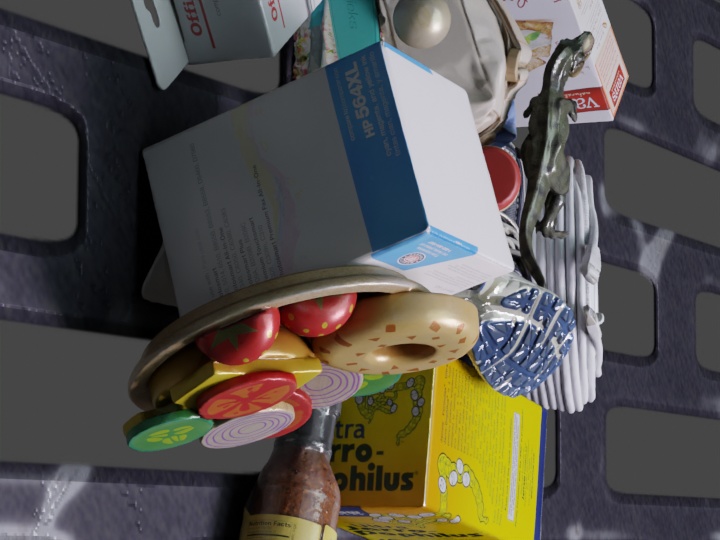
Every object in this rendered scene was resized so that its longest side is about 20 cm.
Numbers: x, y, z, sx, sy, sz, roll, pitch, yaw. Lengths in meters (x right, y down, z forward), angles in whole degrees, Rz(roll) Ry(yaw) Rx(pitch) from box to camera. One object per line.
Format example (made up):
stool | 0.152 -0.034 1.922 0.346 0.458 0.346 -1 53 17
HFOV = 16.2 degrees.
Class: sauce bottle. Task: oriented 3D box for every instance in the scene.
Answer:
sauce bottle | -0.046 0.172 1.623 0.066 0.066 0.201 48 47 -52

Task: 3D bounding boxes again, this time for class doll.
doll | 0.012 -0.244 1.708 0.136 0.048 0.201 72 -6 -83

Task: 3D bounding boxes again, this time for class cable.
cable | 0.150 0.012 1.972 0.201 0.069 0.201 84 5 -45

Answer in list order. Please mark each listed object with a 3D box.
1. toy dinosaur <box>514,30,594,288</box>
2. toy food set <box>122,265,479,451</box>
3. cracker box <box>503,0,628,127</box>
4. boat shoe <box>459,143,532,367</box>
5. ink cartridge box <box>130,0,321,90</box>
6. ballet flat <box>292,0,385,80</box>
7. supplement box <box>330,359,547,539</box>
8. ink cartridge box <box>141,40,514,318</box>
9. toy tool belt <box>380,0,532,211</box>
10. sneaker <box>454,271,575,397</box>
toy dinosaur | 0.131 -0.069 1.791 0.088 0.047 0.202 88 10 -72
toy food set | -0.043 0.055 1.505 0.199 0.198 0.049 -1 65 -41
cracker box | 0.108 -0.198 1.892 0.201 0.133 0.058 64 35 -38
boat shoe | 0.097 -0.013 1.812 0.074 0.093 0.201 21 69 -25
ink cartridge box | -0.074 -0.208 1.598 0.200 0.066 0.117 -56 137 -51
ballet flat | -0.016 -0.109 1.691 0.075 0.064 0.201 14 61 -19
supplement box | 0.042 0.129 1.756 0.200 0.108 0.110 30 61 -59
ink cartridge box | -0.031 -0.033 1.546 0.128 0.199 0.126 22 51 -61
toy tool belt | 0.065 -0.126 1.804 0.123 0.124 0.201 68 0 -80
sneaker | 0.072 0.012 1.690 0.077 0.085 0.200 -46 135 4
